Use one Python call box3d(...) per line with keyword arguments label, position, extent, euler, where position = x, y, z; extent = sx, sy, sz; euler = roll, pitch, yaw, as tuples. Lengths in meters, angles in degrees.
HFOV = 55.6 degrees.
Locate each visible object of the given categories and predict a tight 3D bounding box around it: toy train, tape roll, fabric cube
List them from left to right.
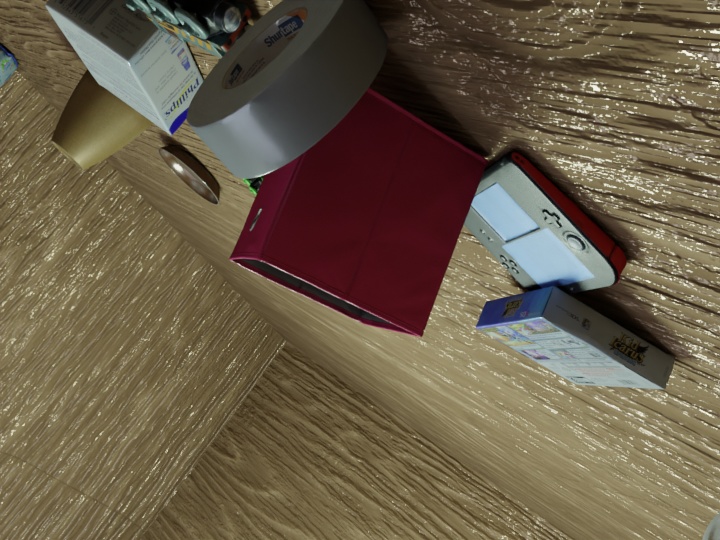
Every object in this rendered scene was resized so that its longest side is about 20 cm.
box3d(label="toy train", position=(-0.208, -0.323, 0.838), extent=(0.197, 0.087, 0.114), euler=(30, 176, 26))
box3d(label="toy train", position=(-0.231, -0.206, 1.338), extent=(0.056, 0.042, 0.201), euler=(41, 169, 34))
box3d(label="tape roll", position=(-0.071, -0.184, 0.643), extent=(0.066, 0.202, 0.198), euler=(45, 165, -32))
box3d(label="fabric cube", position=(-0.011, -0.064, 0.763), extent=(0.196, 0.204, 0.195), euler=(25, 173, -18))

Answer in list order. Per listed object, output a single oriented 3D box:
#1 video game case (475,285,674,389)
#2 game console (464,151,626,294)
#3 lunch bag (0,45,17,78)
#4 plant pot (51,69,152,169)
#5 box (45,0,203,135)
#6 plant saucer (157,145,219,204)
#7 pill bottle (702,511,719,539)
box3d(label="video game case", position=(0.266, 0.090, 0.881), extent=(0.178, 0.046, 0.200), euler=(28, 167, -8))
box3d(label="game console", position=(0.189, -0.042, 0.768), extent=(0.176, 0.031, 0.200), euler=(41, 166, -5))
box3d(label="lunch bag", position=(-1.232, -0.659, 2.264), extent=(0.127, 0.171, 0.200), euler=(40, 168, -11))
box3d(label="plant pot", position=(-0.606, -0.338, 1.568), extent=(0.185, 0.202, 0.187), euler=(36, 167, 10))
box3d(label="box", position=(-0.365, -0.350, 1.095), extent=(0.182, 0.106, 0.201), euler=(35, 165, 15))
box3d(label="plant saucer", position=(-0.427, -0.248, 1.731), extent=(0.198, 0.035, 0.201), euler=(38, 167, 10))
box3d(label="pill bottle", position=(0.621, 0.452, 1.013), extent=(0.198, 0.112, 0.111), euler=(38, 166, 5))
